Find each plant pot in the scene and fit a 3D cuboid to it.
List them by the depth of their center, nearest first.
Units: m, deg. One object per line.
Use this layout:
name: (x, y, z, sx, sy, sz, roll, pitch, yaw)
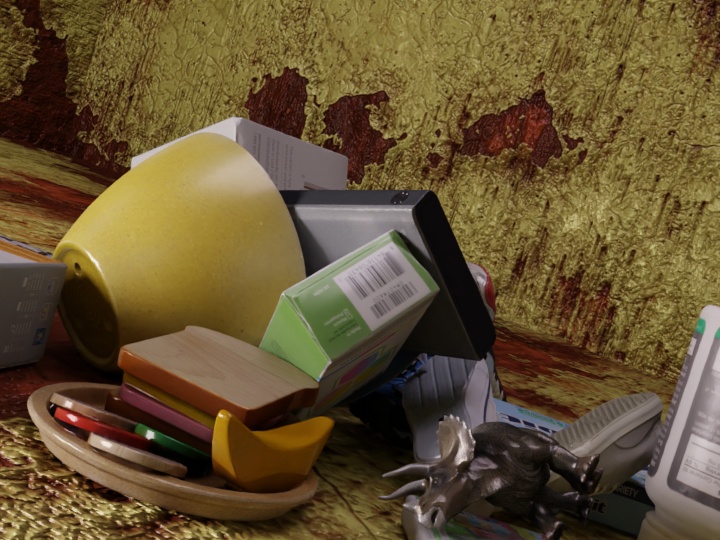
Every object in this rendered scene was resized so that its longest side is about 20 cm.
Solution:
plant pot: (-0.157, 0.006, 0.854, 0.141, 0.203, 0.198, -22, 32, -39)

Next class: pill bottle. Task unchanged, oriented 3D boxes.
pill bottle: (0.283, 0.138, 0.820, 0.111, 0.203, 0.113, 18, 4, -1)

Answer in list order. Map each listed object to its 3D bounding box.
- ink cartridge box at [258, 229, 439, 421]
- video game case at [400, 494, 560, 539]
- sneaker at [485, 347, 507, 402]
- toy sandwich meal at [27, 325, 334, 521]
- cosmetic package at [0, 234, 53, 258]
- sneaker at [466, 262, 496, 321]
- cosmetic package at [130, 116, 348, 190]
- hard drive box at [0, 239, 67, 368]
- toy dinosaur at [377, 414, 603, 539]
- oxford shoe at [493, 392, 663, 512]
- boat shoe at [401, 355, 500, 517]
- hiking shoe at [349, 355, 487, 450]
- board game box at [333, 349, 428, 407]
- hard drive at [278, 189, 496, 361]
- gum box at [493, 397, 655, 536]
ink cartridge box: (-0.024, 0.061, 0.808, 0.060, 0.103, 0.201, 52, -30, 14)
video game case: (0.122, 0.193, 0.623, 0.179, 0.022, 0.200, 19, 4, -8)
sneaker: (0.086, 0.119, 1.139, 0.076, 0.114, 0.201, 63, -2, 35)
toy sandwich meal: (-0.103, 0.086, 0.665, 0.202, 0.071, 0.205, 19, 4, -1)
cosmetic package: (-0.329, 0.000, 0.920, 0.081, 0.051, 0.200, 18, 4, -1)
sneaker: (0.043, 0.042, 1.023, 0.198, 0.079, 0.081, -15, -6, 40)
cosmetic package: (-0.139, -0.048, 1.196, 0.165, 0.171, 0.198, 14, -18, -43)
hard drive box: (-0.311, 0.009, 0.709, 0.153, 0.078, 0.200, 19, 4, 9)
toy dinosaur: (0.102, 0.128, 0.706, 0.101, 0.078, 0.199, 27, 9, 24)
oxford shoe: (0.173, 0.153, 0.850, 0.198, 0.059, 0.075, -19, 4, -35)
boat shoe: (0.073, 0.126, 0.842, 0.073, 0.068, 0.200, -22, 16, 16)
hiking shoe: (0.053, 0.104, 0.970, 0.074, 0.088, 0.199, 30, 9, 21)
board game box: (0.002, 0.051, 0.952, 0.039, 0.156, 0.202, 52, 22, -34)
hard drive: (0.000, 0.000, 0.850, 0.198, 0.033, 0.141, 4, -49, 45)
gum box: (0.189, 0.177, 0.992, 0.167, 0.045, 0.200, 19, 4, 2)
